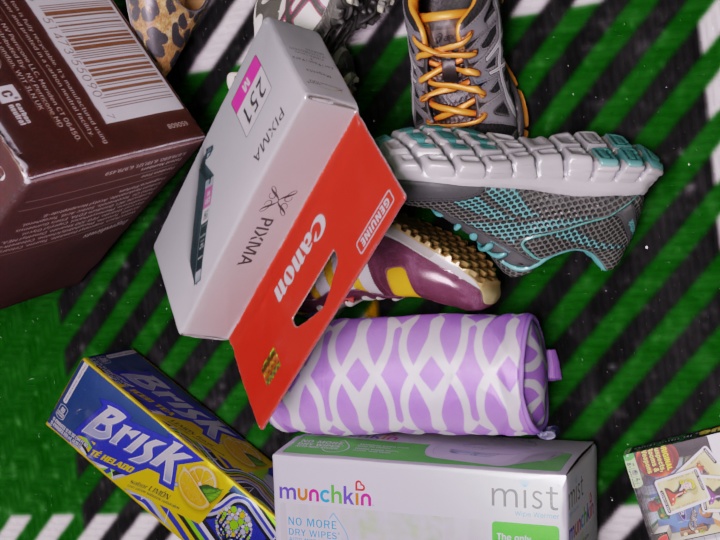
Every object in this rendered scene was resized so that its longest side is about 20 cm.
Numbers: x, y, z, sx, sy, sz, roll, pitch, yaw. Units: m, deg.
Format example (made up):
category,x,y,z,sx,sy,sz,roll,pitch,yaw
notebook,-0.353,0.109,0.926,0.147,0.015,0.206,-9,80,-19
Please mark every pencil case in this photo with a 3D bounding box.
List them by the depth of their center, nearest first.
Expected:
category,x,y,z,sx,sy,sz,roll,pitch,yaw
pencil case,0.032,0.069,0.790,0.200,0.085,0.084,-1,100,21

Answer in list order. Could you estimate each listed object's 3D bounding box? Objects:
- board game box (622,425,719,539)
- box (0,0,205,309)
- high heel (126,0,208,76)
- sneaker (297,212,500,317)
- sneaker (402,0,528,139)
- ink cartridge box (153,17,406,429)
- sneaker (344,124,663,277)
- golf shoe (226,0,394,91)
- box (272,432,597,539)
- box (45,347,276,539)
category,x,y,z,sx,sy,sz,roll,pitch,yaw
board game box,0.247,0.198,0.748,0.105,0.023,0.200,-19,87,19
box,-0.252,-0.086,0.822,0.200,0.164,0.166,-42,80,37
high heel,-0.088,-0.226,0.825,0.143,0.071,0.200,10,91,24
sneaker,0.000,0.000,0.808,0.200,0.075,0.090,26,102,27
sneaker,0.061,-0.139,0.770,0.078,0.077,0.200,-6,93,20
ink cartridge box,-0.061,-0.029,0.746,0.200,0.044,0.174,-58,37,30
sneaker,0.088,-0.038,0.736,0.200,0.078,0.091,3,114,-8
golf shoe,-0.028,-0.187,0.805,0.088,0.077,0.200,32,104,24
box,0.053,0.201,0.787,0.200,0.097,0.177,1,96,22
box,-0.129,0.142,0.867,0.200,0.070,0.064,36,105,16
